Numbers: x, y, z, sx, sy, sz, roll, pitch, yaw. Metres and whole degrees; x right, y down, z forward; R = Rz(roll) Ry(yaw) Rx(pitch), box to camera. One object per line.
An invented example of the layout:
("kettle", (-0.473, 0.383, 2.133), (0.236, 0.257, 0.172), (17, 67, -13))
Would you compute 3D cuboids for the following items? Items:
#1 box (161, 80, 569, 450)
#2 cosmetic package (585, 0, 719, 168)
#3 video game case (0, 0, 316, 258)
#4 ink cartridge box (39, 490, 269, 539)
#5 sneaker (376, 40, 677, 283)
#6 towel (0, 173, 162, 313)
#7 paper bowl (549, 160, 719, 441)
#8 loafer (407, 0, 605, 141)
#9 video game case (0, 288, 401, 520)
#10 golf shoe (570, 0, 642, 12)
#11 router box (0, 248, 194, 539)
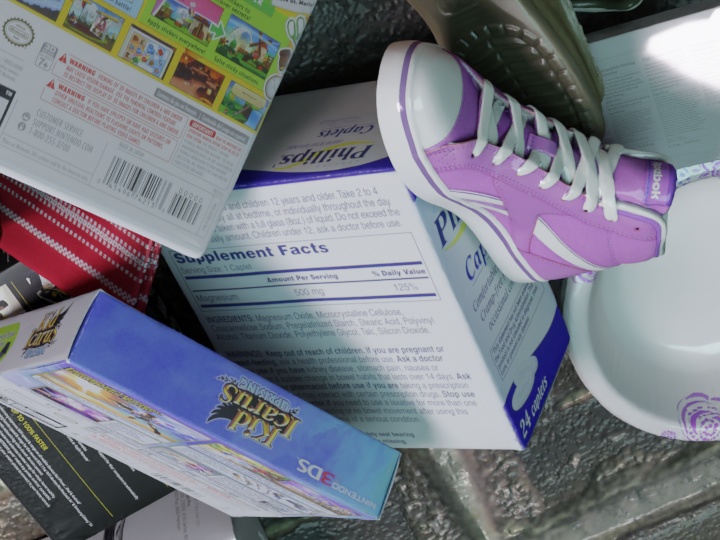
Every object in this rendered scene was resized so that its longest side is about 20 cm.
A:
("box", (0.000, 0.000, 0.834), (0.184, 0.105, 0.200), (-4, 127, 33))
("cosmetic package", (0.137, -0.094, 0.819), (0.200, 0.051, 0.083), (-11, 107, 30))
("video game case", (-0.117, -0.122, 0.675), (0.200, 0.023, 0.182), (26, 87, -41))
("ink cartridge box", (-0.154, 0.246, 0.998), (0.200, 0.084, 0.145), (-22, 120, 2))
("sneaker", (0.095, -0.059, 0.717), (0.114, 0.073, 0.200), (-4, 155, 33))
("towel", (-0.144, -0.080, 0.796), (0.022, 0.144, 0.200), (-3, 119, -56))
("paper bowl", (0.219, 0.000, 0.913), (0.200, 0.104, 0.201), (-2, 113, -4))
("loafer", (0.073, -0.142, 0.738), (0.076, 0.068, 0.200), (-6, 134, 41))
("video game case", (-0.106, 0.083, 0.815), (0.200, 0.181, 0.046), (31, 68, -25))
("golf shoe", (0.071, -0.189, 0.797), (0.200, 0.097, 0.078), (6, 118, -12))
("router box", (-0.183, 0.070, 0.916), (0.149, 0.051, 0.200), (-28, 119, 4))
